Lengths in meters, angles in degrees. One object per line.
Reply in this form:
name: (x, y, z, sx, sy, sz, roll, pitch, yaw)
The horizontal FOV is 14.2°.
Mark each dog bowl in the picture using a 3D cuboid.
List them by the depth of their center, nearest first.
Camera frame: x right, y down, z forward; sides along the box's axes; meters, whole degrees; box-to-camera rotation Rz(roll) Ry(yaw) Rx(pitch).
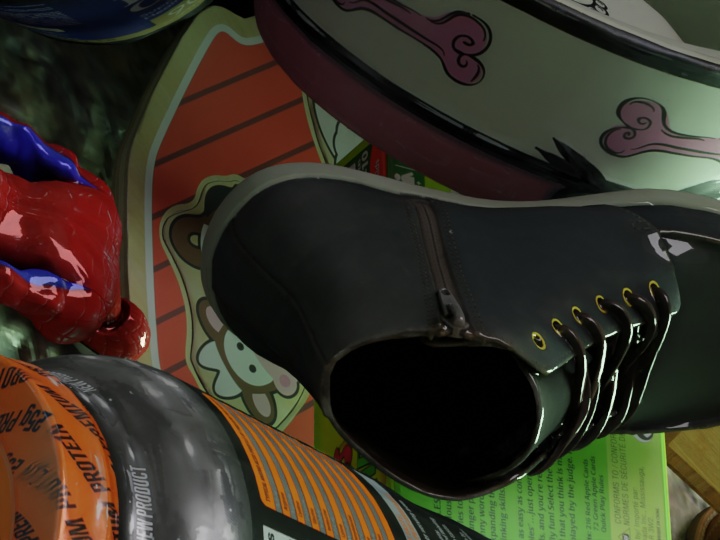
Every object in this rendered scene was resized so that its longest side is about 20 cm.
dog bowl: (0.055, -0.081, 0.906, 0.199, 0.074, 0.200, 23, 23, -10)

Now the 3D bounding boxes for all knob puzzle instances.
knob puzzle: (0.000, 0.000, 0.932, 0.219, 0.030, 0.221, 20, 57, -33)

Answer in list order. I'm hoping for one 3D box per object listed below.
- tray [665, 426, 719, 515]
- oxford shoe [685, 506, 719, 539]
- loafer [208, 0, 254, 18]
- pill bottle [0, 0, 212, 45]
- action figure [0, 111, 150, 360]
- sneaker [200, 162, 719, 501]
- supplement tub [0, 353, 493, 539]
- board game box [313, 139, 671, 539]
tray: (0.116, 0.039, 1.102, 0.099, 0.037, 0.200, 42, 6, -27)
oxford shoe: (0.165, 0.122, 1.139, 0.072, 0.071, 0.200, 57, 22, 3)
loafer: (0.014, -0.042, 1.041, 0.201, 0.071, 0.073, 56, 24, -5)
pill bottle: (-0.093, -0.128, 0.826, 0.112, 0.111, 0.200, 59, 5, 3)
action figure: (-0.120, -0.033, 0.802, 0.200, 0.051, 0.066, 45, 32, -37)
sneaker: (0.061, 0.028, 0.795, 0.199, 0.075, 0.106, 5, 23, -21)
supplement tub: (-0.042, 0.096, 0.704, 0.200, 0.122, 0.123, 31, 35, -46)
board game box: (0.040, 0.065, 0.870, 0.101, 0.048, 0.201, 14, 60, -26)
